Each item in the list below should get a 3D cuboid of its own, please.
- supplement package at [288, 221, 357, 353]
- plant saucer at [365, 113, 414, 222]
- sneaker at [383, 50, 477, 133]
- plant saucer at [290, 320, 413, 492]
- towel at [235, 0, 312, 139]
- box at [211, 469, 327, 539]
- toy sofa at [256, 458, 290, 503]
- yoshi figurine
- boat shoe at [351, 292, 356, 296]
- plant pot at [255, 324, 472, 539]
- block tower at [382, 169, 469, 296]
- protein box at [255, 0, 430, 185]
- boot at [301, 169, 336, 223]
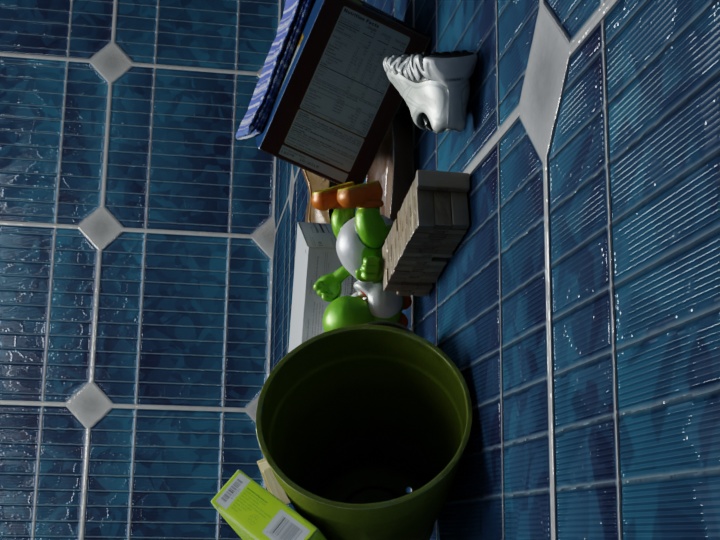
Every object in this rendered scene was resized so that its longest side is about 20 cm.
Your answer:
[{"bbox_3d":[-0.036,0.048,1.642,0.156,0.110,0.202,-119,33,-73],"label":"supplement package"},{"bbox_3d":[0.037,-0.104,1.467,0.200,0.034,0.203,-178,90,-82],"label":"plant saucer"},{"bbox_3d":[0.068,-0.183,1.197,0.200,0.074,0.082,-126,31,-77],"label":"sneaker"},{"bbox_3d":[-0.015,0.138,1.235,0.035,0.199,0.202,31,124,42],"label":"plant saucer"},{"bbox_3d":[-0.107,-0.258,1.430,0.145,0.024,0.202,-168,99,-76],"label":"towel"},{"bbox_3d":[-0.054,0.284,1.132,0.121,0.048,0.201,27,157,40],"label":"box"},{"bbox_3d":[-0.147,0.415,2.384,0.200,0.097,0.084,156,92,-80],"label":"toy sofa"},{"bbox_3d":[-0.010,0.004,1.342,0.112,0.111,0.202,-43,-59,-73],"label":"yoshi figurine"},{"bbox_3d":[-0.032,0.114,1.520,0.201,0.072,0.069,-59,-20,-4],"label":"boat shoe"},{"bbox_3d":[0.007,0.193,1.138,0.194,0.198,0.202,86,179,-48],"label":"plant pot"},{"bbox_3d":[0.064,-0.033,1.208,0.200,0.053,0.058,111,159,-65],"label":"block tower"},{"bbox_3d":[-0.032,-0.232,1.437,0.201,0.134,0.199,-64,14,12],"label":"protein box"},{"bbox_3d":[-0.057,-0.159,2.030,0.075,0.073,0.202,-27,63,58],"label":"boot"}]
